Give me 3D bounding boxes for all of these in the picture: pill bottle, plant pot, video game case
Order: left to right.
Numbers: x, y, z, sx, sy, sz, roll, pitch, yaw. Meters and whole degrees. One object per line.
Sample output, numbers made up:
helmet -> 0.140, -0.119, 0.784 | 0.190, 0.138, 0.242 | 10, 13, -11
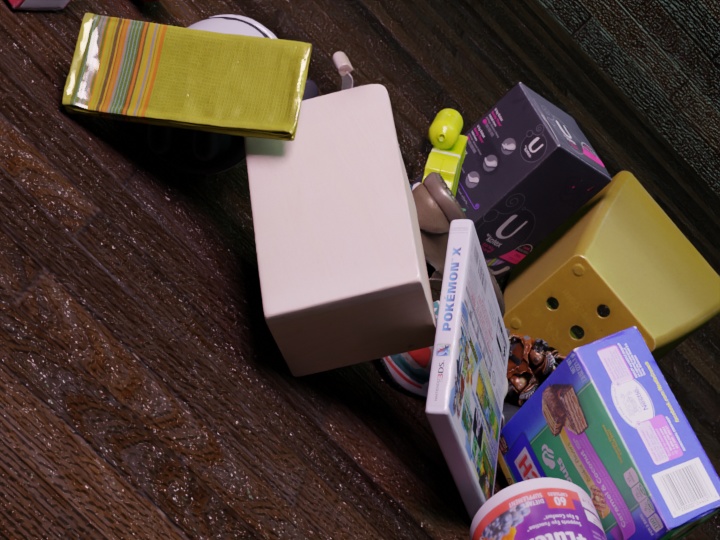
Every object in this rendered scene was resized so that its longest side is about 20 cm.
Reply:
video game case -> 0.094, 0.089, 1.282 | 0.201, 0.022, 0.184 | 67, 27, -53
pill bottle -> 0.160, 0.273, 1.190 | 0.111, 0.111, 0.201 | 33, 25, -34
plant pot -> 0.276, 0.041, 1.727 | 0.200, 0.200, 0.176 | 49, 32, 3

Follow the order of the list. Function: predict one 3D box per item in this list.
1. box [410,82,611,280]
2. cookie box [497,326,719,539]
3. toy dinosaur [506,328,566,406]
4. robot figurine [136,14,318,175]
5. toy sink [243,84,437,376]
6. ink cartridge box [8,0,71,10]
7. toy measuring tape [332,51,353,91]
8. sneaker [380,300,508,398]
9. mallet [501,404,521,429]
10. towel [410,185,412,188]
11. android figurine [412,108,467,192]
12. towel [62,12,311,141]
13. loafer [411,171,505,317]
box -> 0.160, -0.091, 1.692 | 0.122, 0.200, 0.107 | 22, 32, -47
cookie box -> 0.210, 0.175, 1.310 | 0.074, 0.201, 0.173 | -15, 66, -26
toy dinosaur -> 0.203, 0.116, 1.580 | 0.198, 0.103, 0.136 | 11, 17, -30
robot figurine -> -0.131, -0.161, 1.344 | 0.150, 0.125, 0.200 | 45, 22, -6
toy sink -> -0.016, -0.032, 1.251 | 0.112, 0.129, 0.202 | 69, 9, -57
ink cartridge box -> -0.299, -0.351, 1.311 | 0.201, 0.147, 0.083 | 50, 23, 8
toy measuring tape -> -0.043, -0.109, 1.402 | 0.072, 0.202, 0.074 | 1, 40, -1
sneaker -> 0.101, 0.079, 1.432 | 0.199, 0.093, 0.071 | 22, 33, -49
mallet -> 0.175, 0.215, 1.432 | 0.066, 0.041, 0.201 | 2, 54, -58
towel -> -0.011, -0.144, 1.620 | 0.147, 0.022, 0.200 | 44, 5, -15
android figurine -> 0.075, -0.069, 1.544 | 0.041, 0.184, 0.200 | 14, 21, 7
towel -> -0.143, -0.160, 1.235 | 0.197, 0.087, 0.018 | 8, -11, 8
loafer -> 0.082, -0.012, 1.434 | 0.201, 0.067, 0.076 | 61, 4, -42
